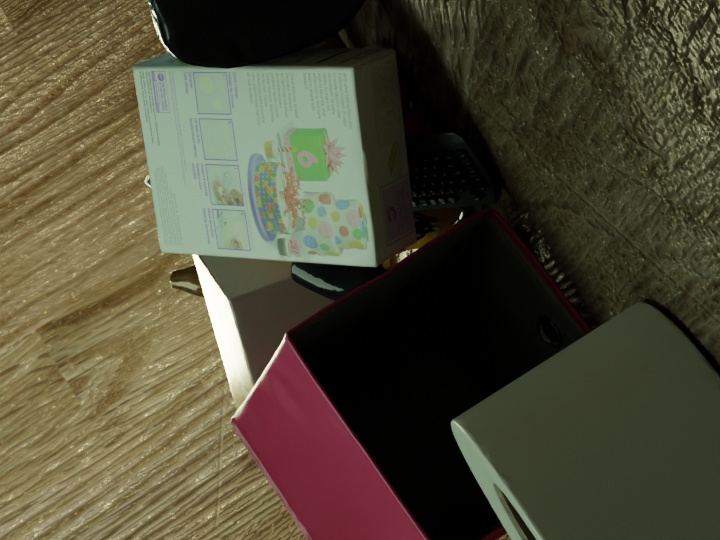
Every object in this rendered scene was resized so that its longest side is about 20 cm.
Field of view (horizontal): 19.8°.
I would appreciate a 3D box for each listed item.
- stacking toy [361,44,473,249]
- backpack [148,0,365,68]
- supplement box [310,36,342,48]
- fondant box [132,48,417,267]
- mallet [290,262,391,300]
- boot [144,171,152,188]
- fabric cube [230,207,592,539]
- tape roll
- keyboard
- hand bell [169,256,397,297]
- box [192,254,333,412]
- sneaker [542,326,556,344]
[{"bbox_3d":[0.029,-0.063,1.613,0.200,0.146,0.146,43,176,-2],"label":"stacking toy"},{"bbox_3d":[-0.092,-0.225,1.494,0.154,0.163,0.200,86,162,-46],"label":"backpack"},{"bbox_3d":[-0.062,-0.137,1.916,0.200,0.133,0.197,58,176,8],"label":"supplement box"},{"bbox_3d":[-0.063,-0.084,1.493,0.200,0.058,0.145,5,110,35],"label":"fondant box"},{"bbox_3d":[0.000,0.000,1.622,0.066,0.041,0.200,21,-174,12],"label":"mallet"},{"bbox_3d":[-0.064,-0.096,1.716,0.158,0.211,0.079,42,145,0],"label":"boot"},{"bbox_3d":[0.052,0.110,1.513,0.196,0.200,0.199,54,155,10],"label":"fabric cube"},{"bbox_3d":[0.164,0.138,1.237,0.203,0.139,0.203,57,175,7],"label":"tape roll"},{"bbox_3d":[0.012,-0.050,1.517,0.200,0.040,0.104,-4,142,37],"label":"keyboard"},{"bbox_3d":[-0.074,0.009,1.857,0.104,0.199,0.104,2,-90,-75],"label":"hand bell"},{"bbox_3d":[-0.059,0.067,1.711,0.124,0.097,0.200,-130,23,-59],"label":"box"},{"bbox_3d":[0.111,0.055,1.675,0.200,0.075,0.082,56,174,23],"label":"sneaker"}]
